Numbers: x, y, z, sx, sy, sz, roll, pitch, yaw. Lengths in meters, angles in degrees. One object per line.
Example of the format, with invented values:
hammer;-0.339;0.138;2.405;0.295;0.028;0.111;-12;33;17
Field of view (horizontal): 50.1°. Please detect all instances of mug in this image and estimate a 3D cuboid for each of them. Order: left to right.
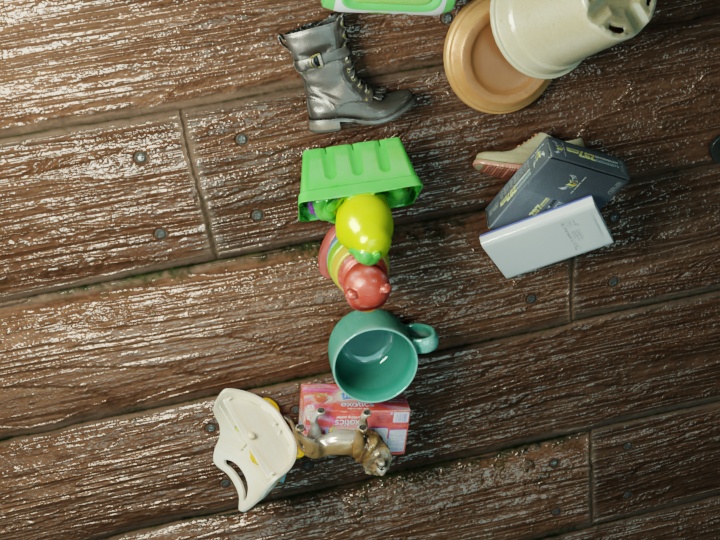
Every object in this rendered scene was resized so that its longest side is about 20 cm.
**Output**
mug;0.032;0.148;1.394;0.184;0.115;0.153;13;110;-16

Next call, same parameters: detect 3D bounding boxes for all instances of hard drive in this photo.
hard drive;0.325;-0.055;1.344;0.199;0.026;0.132;-20;143;23

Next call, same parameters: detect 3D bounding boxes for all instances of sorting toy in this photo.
sorting toy;-0.208;0.347;1.427;0.106;0.200;0.180;0;134;-47

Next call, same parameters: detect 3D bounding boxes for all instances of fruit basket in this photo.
fruit basket;0.001;-0.099;1.234;0.214;0.156;0.217;1;80;-4

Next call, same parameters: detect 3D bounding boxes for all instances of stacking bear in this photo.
stacking bear;0.000;0.000;1.275;0.121;0.200;0.114;-4;115;-8

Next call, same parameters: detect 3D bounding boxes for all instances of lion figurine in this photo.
lion figurine;-0.040;0.309;1.379;0.199;0.073;0.123;7;126;3

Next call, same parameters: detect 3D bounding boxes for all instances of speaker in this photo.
speaker;0.042;-0.433;1.161;0.199;0.089;0.089;-1;113;-10

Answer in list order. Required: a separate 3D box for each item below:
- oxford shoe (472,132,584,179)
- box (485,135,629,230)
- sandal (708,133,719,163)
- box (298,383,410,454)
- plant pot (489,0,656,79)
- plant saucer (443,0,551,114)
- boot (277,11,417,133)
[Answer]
oxford shoe;0.291;-0.198;1.329;0.199;0.071;0.074;1;84;-7
box;0.329;-0.128;1.307;0.157;0.051;0.200;13;142;-19
sandal;0.727;-0.252;1.383;0.199;0.045;0.075;-32;115;4
box;-0.015;0.281;1.454;0.199;0.095;0.103;1;113;-10
plant pot;0.325;-0.397;1.141;0.199;0.183;0.202;-3;97;-22
plant saucer;0.236;-0.354;1.256;0.199;0.037;0.201;-4;114;-9
boot;-0.017;-0.316;1.209;0.199;0.069;0.175;-13;115;-2
